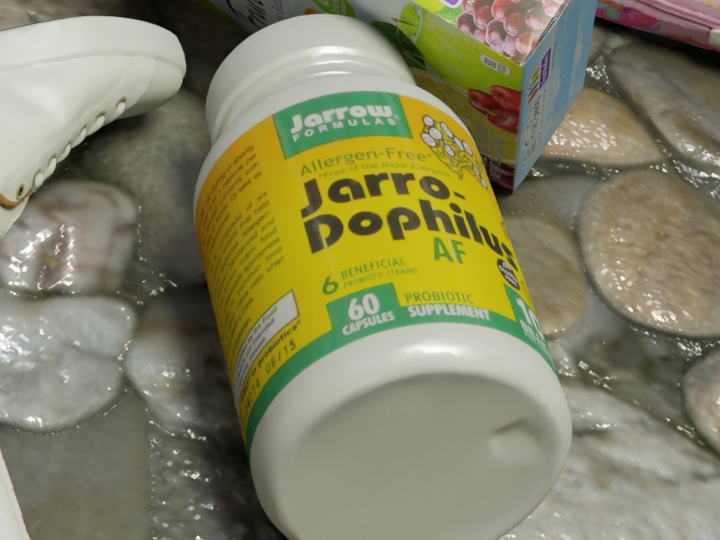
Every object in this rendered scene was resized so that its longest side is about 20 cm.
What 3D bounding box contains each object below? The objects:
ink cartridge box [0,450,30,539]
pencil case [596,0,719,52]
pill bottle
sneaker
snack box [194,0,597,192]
[{"bbox_3d":[-0.175,0.122,0.603,0.145,0.200,0.083,-3,49,-31],"label":"ink cartridge box"},{"bbox_3d":[0.134,-0.155,1.186,0.200,0.088,0.088,19,38,-9],"label":"pencil case"},{"bbox_3d":[0.000,0.000,0.908,0.113,0.113,0.200,7,41,-21],"label":"pill bottle"},{"bbox_3d":[-0.140,-0.045,0.941,0.200,0.073,0.085,-14,82,-46],"label":"sneaker"},{"bbox_3d":[-0.003,-0.129,1.016,0.200,0.169,0.068,33,78,11],"label":"snack box"}]
